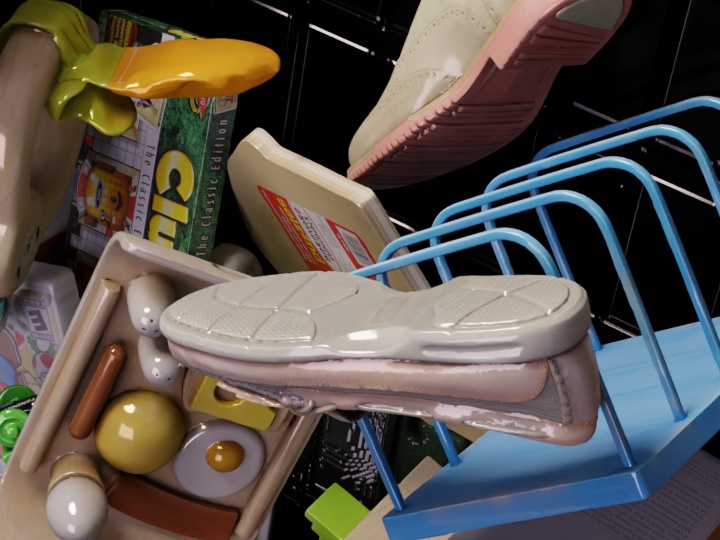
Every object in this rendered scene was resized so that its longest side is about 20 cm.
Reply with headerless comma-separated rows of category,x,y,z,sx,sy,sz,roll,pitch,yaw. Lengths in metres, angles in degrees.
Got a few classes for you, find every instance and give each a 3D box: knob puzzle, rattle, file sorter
knob puzzle,0.000,0.000,1.047,0.220,0.030,0.220,45,165,15
rattle,-0.136,-0.029,1.045,0.142,0.130,0.202,12,90,-12
file sorter,0.097,0.016,0.915,0.138,0.200,0.123,-16,100,40

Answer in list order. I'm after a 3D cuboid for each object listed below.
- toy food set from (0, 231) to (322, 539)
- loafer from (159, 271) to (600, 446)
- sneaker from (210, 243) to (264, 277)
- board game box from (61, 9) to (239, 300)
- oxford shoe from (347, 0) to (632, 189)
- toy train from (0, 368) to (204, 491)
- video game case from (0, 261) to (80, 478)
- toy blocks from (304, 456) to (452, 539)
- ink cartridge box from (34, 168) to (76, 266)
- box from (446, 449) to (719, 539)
toy food set,-0.089,0.084,1.028,0.143,0.061,0.201,19,118,-19
loafer,0.004,0.040,0.824,0.199,0.072,0.063,0,114,34
sneaker,-0.118,0.060,1.174,0.111,0.077,0.201,19,131,16
board game box,-0.118,-0.032,1.109,0.104,0.023,0.202,21,107,39
oxford shoe,0.053,-0.106,0.981,0.200,0.070,0.074,-40,62,43
toy train,-0.101,0.061,1.069,0.199,0.042,0.057,-21,113,5
video game case,-0.225,0.071,1.179,0.199,0.023,0.183,9,120,35
toy blocks,-0.005,0.195,1.107,0.100,0.200,0.137,38,145,14
ink cartridge box,-0.254,-0.007,1.233,0.144,0.084,0.200,40,132,12
box,0.095,0.170,0.995,0.097,0.200,0.125,29,128,20
